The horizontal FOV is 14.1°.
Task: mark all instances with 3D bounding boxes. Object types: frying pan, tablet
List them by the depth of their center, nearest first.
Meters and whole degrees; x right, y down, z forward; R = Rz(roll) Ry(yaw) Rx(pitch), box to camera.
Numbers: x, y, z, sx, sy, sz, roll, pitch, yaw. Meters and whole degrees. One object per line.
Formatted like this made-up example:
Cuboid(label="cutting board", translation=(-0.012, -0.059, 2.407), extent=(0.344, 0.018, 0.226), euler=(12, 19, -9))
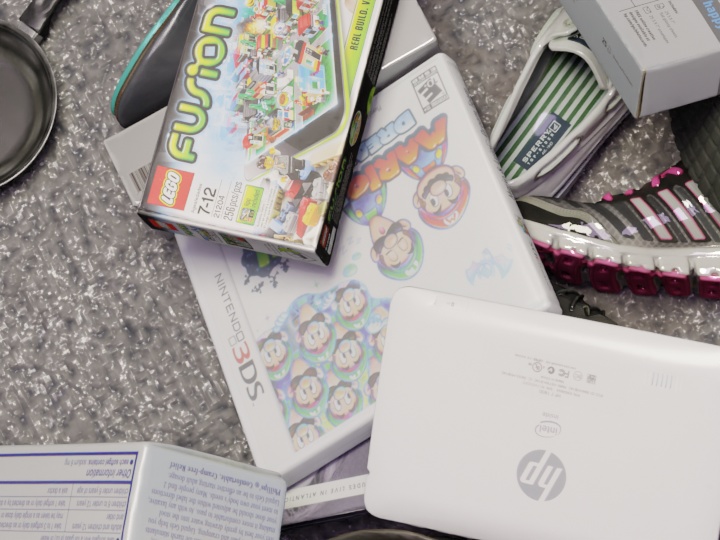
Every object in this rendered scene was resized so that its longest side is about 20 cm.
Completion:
Cuboid(label="tablet", translation=(0.102, 0.089, 1.569), extent=(0.199, 0.014, 0.131), euler=(11, 99, 19))
Cuboid(label="frying pan", translation=(-0.228, -0.134, 1.779), extent=(0.114, 0.031, 0.191), euler=(13, 76, 13))

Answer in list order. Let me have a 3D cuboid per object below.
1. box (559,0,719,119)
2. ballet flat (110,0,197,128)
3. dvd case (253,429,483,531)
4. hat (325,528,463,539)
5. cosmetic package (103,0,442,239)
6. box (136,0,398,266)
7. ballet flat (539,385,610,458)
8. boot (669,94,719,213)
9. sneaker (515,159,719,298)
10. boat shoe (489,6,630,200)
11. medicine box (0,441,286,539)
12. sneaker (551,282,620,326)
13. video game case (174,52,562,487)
Cuboid(label="box", translation=(0.208, -0.172, 1.602), extent=(0.199, 0.041, 0.156), euler=(-15, 52, -16))
Cuboid(label="ballet flat", translation=(-0.073, -0.161, 1.740), extent=(0.073, 0.073, 0.201), euler=(29, 81, 15))
Cuboid(label="dvd case", translation=(0.004, 0.041, 1.666), extent=(0.148, 0.016, 0.201), euler=(-13, 66, 27))
Cuboid(label="hat", translation=(0.033, 0.198, 1.619), extent=(0.199, 0.202, 0.081), euler=(9, 38, 12))
Cuboid(label="cosmetic package", translation=(-0.046, -0.094, 1.712), extent=(0.199, 0.083, 0.051), euler=(-29, 71, 2))
Cuboid(label="box", translation=(-0.047, -0.111, 1.654), extent=(0.109, 0.035, 0.201), euler=(11, 78, 14))
Cuboid(label="ballet flat", translation=(0.131, 0.155, 1.610), extent=(0.071, 0.072, 0.201), euler=(-11, 95, 7))
Cuboid(label="boot", translation=(0.233, -0.119, 1.637), extent=(0.130, 0.068, 0.201), euler=(-6, 57, -22))
Cuboid(label="sneaker", translation=(0.180, -0.034, 1.662), extent=(0.199, 0.074, 0.088), euler=(5, 78, 6))
Cuboid(label="boat shoe", translation=(0.136, -0.118, 1.691), extent=(0.073, 0.067, 0.201), euler=(26, 83, 14))
Cuboid(label="medicine box", translation=(-0.146, 0.201, 1.603), extent=(0.182, 0.103, 0.201), euler=(-5, 73, 51))
Cuboid(label="sneaker", translation=(0.130, 0.053, 1.651), extent=(0.199, 0.076, 0.091), euler=(4, 74, 10))
Cuboid(label="video game case", translation=(0.000, 0.000, 1.659), extent=(0.199, 0.024, 0.183), euler=(-32, 57, 18))
